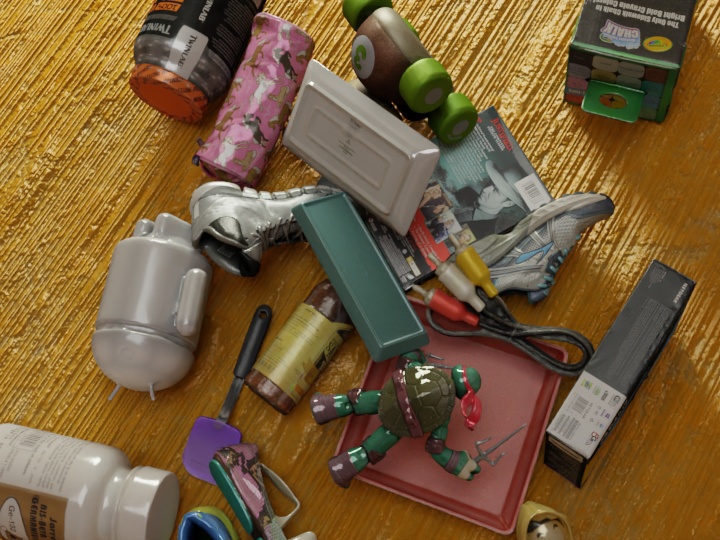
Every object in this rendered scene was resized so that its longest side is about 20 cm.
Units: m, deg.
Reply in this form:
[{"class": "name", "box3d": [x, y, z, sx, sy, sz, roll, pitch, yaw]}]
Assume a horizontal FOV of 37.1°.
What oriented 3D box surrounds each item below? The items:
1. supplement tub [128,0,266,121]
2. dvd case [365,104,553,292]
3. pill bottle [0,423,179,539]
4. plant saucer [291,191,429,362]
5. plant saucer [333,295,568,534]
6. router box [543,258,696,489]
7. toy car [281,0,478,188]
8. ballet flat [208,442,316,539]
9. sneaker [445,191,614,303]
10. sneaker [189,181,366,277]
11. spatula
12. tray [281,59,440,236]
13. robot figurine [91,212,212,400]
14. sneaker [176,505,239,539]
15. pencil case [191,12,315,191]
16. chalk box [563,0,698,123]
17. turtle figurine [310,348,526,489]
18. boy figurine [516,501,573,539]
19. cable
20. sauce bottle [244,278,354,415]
[{"class": "supplement tub", "box3d": [-0.193, -0.289, 1.278, 0.121, 0.123, 0.203, 17, 72, 14]}, {"class": "dvd case", "box3d": [0.101, -0.083, 1.214, 0.198, 0.022, 0.147, -30, 68, -2]}, {"class": "pill bottle", "box3d": [-0.294, 0.232, 1.101, 0.196, 0.115, 0.116, 10, 71, 11]}, {"class": "plant saucer", "box3d": [0.000, 0.000, 1.113, 0.069, 0.019, 0.202, -16, 63, -27]}, {"class": "plant saucer", "box3d": [0.095, 0.148, 1.120, 0.197, 0.037, 0.202, 18, 73, 13]}, {"class": "router box", "box3d": [0.251, 0.105, 1.053, 0.051, 0.150, 0.201, 31, 77, 18]}, {"class": "toy car", "box3d": [0.001, -0.185, 1.207, 0.199, 0.157, 0.165, -39, 59, 10]}, {"class": "ballet flat", "box3d": [-0.087, 0.264, 1.092, 0.070, 0.069, 0.202, -18, 66, -23]}, {"class": "sneaker", "box3d": [0.191, -0.012, 1.154, 0.198, 0.078, 0.087, -29, 74, 6]}, {"class": "sneaker", "box3d": [-0.091, -0.034, 1.164, 0.196, 0.076, 0.117, 2, 42, -3]}, {"class": "spatula", "box3d": [-0.138, 0.130, 1.166, 0.056, 0.021, 0.203, 19, 70, 1]}, {"class": "tray", "box3d": [-0.009, -0.133, 1.150, 0.199, 0.022, 0.109, 39, 120, 27]}, {"class": "robot figurine", "box3d": [-0.225, 0.043, 1.162, 0.168, 0.112, 0.203, -12, 61, 47]}, {"class": "sneaker", "box3d": [-0.139, 0.326, 1.048, 0.075, 0.105, 0.202, -26, 68, -2]}, {"class": "pencil case", "box3d": [-0.122, -0.195, 1.241, 0.085, 0.083, 0.203, 25, 84, -5]}, {"class": "chalk box", "box3d": [0.299, -0.251, 1.195, 0.123, 0.124, 0.203, 16, 73, 13]}, {"class": "turtle figurine", "box3d": [0.054, 0.135, 1.062, 0.197, 0.101, 0.152, -21, 57, 10]}, {"class": "boy figurine", "box3d": [0.208, 0.313, 1.018, 0.122, 0.064, 0.203, -20, 77, 0]}, {"class": "cable", "box3d": [0.141, 0.057, 1.097, 0.199, 0.050, 0.098, 39, 103, 13]}, {"class": "sauce bottle", "box3d": [-0.043, 0.059, 1.157, 0.066, 0.066, 0.201, 34, 79, 18]}]
